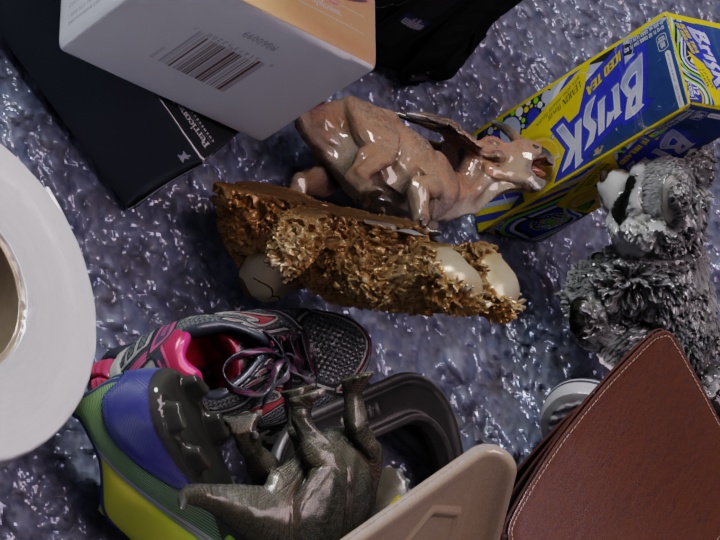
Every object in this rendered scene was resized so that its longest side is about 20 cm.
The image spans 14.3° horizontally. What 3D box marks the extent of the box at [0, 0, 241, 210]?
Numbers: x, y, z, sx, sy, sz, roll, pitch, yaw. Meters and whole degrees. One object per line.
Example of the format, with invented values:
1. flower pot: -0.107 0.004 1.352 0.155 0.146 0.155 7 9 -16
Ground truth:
1. box: -0.139 -0.159 1.699 0.200 0.079 0.141 54 38 -7

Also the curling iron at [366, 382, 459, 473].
1. curling iron: 0.067 0.120 1.783 0.200 0.026 0.050 33 71 -26

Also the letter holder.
1. letter holder: 0.128 0.143 1.729 0.200 0.100 0.143 -48 119 -36

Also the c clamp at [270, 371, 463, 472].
1. c clamp: 0.005 0.155 1.692 0.200 0.027 0.172 -29 103 -46

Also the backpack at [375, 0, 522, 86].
1. backpack: 0.060 -0.228 1.842 0.163 0.200 0.155 12 61 -40

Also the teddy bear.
1. teddy bear: 0.000 0.000 1.677 0.145 0.199 0.067 -20 122 -76

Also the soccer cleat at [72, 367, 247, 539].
1. soccer cleat: -0.099 0.144 1.582 0.065 0.083 0.201 -54 129 -57

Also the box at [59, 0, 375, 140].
1. box: -0.080 -0.204 1.646 0.152 0.106 0.201 23 53 -36

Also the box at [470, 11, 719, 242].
1. box: 0.156 -0.091 1.861 0.064 0.200 0.070 6 63 -41

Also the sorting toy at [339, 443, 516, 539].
1. sorting toy: -0.003 0.199 1.575 0.036 0.186 0.200 33 39 29

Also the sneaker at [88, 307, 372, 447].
1. sneaker: -0.061 0.059 1.657 0.199 0.075 0.081 -12 76 -48

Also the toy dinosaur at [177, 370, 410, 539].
1. toy dinosaur: -0.025 0.116 1.557 0.200 0.077 0.103 -23 98 -65

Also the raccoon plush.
1. raccoon plush: 0.224 0.009 1.839 0.199 0.134 0.097 32 33 -14

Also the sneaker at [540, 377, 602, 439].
1. sneaker: 0.202 0.118 1.884 0.199 0.078 0.080 32 34 -18

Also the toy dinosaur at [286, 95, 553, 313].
1. toy dinosaur: 0.017 -0.070 1.798 0.200 0.086 0.136 33 48 -27

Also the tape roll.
1. tape roll: -0.237 0.017 1.507 0.202 0.071 0.203 23 53 -34
